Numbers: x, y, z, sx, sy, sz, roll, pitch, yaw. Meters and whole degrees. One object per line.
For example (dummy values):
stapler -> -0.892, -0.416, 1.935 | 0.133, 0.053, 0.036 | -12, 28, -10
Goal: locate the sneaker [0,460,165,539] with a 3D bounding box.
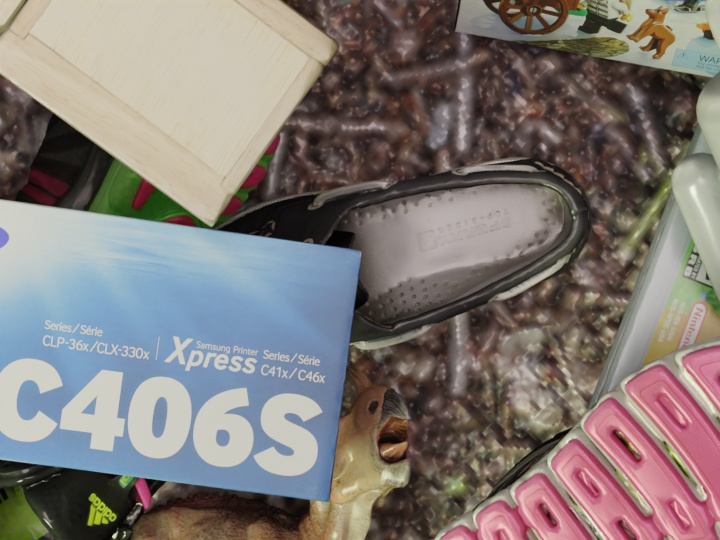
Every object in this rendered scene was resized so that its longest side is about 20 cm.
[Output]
sneaker -> -0.098, 0.073, 0.855 | 0.199, 0.088, 0.074 | -33, 120, 15

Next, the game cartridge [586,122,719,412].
game cartridge -> 0.173, 0.040, 0.905 | 0.132, 0.040, 0.201 | 21, 88, -2

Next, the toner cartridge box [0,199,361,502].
toner cartridge box -> -0.104, 0.026, 0.798 | 0.198, 0.043, 0.096 | 7, 87, -4

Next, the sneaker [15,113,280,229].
sneaker -> -0.111, -0.022, 0.897 | 0.200, 0.084, 0.077 | -40, 122, 13

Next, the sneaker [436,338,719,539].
sneaker -> 0.108, 0.081, 0.828 | 0.199, 0.087, 0.074 | -37, 86, 20

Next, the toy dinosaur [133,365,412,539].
toy dinosaur -> -0.058, 0.120, 0.884 | 0.198, 0.086, 0.137 | -12, 79, 14

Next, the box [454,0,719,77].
box -> 0.145, -0.139, 0.863 | 0.198, 0.137, 0.038 | 10, 52, 1

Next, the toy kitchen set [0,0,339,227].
toy kitchen set -> -0.136, -0.069, 0.835 | 0.180, 0.200, 0.164 | 36, 88, -7

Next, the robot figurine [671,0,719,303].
robot figurine -> 0.203, -0.032, 0.825 | 0.169, 0.113, 0.201 | -17, 103, 37

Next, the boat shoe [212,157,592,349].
boat shoe -> 0.000, 0.000, 0.894 | 0.198, 0.060, 0.074 | -13, 92, 1
